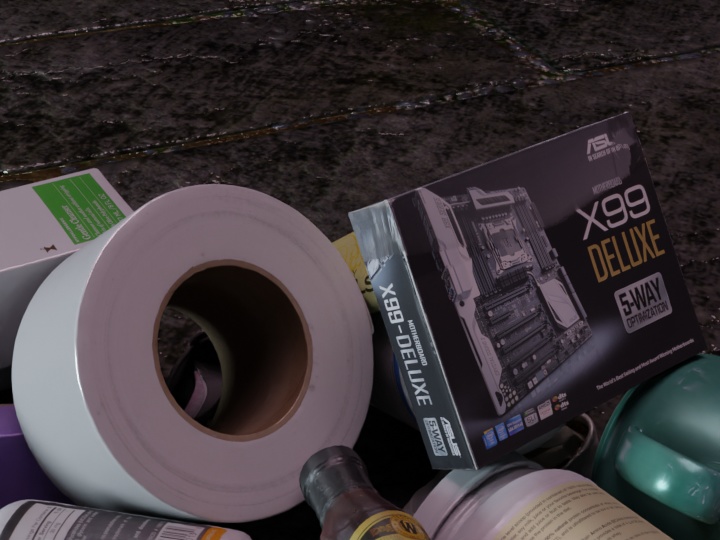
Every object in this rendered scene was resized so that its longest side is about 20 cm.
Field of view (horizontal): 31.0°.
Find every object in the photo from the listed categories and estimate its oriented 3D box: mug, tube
[{"bbox_3d":[0.214,0.121,0.820,0.113,0.186,0.152,25,59,33],"label":"mug"},{"bbox_3d":[0.000,0.000,0.867,0.052,0.059,0.199,-32,6,-29],"label":"tube"}]

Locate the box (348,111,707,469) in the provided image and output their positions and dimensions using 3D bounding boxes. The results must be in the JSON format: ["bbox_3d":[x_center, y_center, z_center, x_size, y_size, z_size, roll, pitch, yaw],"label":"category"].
[{"bbox_3d":[0.105,0.008,0.781,0.198,0.160,0.050,-20,3,-31],"label":"box"}]

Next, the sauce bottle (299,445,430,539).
[{"bbox_3d":[0.014,0.166,0.687,0.065,0.067,0.200,-11,32,-19],"label":"sauce bottle"}]

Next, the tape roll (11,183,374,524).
[{"bbox_3d":[-0.108,0.060,0.828,0.201,0.206,0.139,-21,0,-32],"label":"tape roll"}]

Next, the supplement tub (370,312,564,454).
[{"bbox_3d":[0.063,0.051,0.909,0.130,0.134,0.200,-9,6,-17],"label":"supplement tub"}]

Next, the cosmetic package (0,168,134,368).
[{"bbox_3d":[-0.257,0.007,0.917,0.198,0.086,0.107,-17,39,-29],"label":"cosmetic package"}]

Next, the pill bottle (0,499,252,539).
[{"bbox_3d":[-0.164,0.196,0.750,0.196,0.118,0.117,6,32,9],"label":"pill bottle"}]

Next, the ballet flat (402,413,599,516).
[{"bbox_3d":[0.088,0.147,0.885,0.198,0.070,0.069,-22,39,-32],"label":"ballet flat"}]

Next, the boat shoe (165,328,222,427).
[{"bbox_3d":[-0.110,0.080,0.990,0.066,0.058,0.201,6,33,7],"label":"boat shoe"}]

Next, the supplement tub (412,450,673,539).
[{"bbox_3d":[0.125,0.203,0.723,0.144,0.147,0.199,-23,40,-34],"label":"supplement tub"}]

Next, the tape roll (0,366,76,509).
[{"bbox_3d":[-0.245,0.089,0.945,0.196,0.086,0.201,1,31,0],"label":"tape roll"}]
